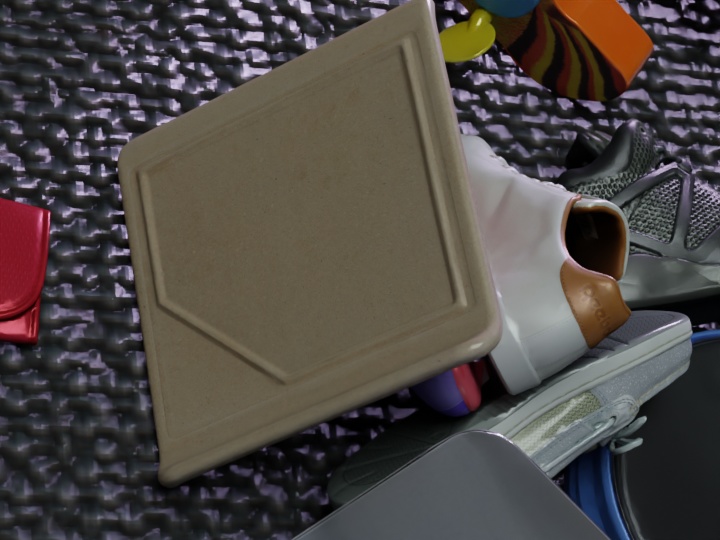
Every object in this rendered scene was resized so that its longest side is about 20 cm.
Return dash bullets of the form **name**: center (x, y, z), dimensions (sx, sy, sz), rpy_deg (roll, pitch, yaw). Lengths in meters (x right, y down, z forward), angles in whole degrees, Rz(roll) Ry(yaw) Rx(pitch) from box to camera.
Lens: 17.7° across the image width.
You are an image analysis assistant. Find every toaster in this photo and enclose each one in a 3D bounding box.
- **toaster**: center (0.001, 0.181, 0.956), dimensions (0.200, 0.181, 0.119), rpy_deg (-30, 72, -34)

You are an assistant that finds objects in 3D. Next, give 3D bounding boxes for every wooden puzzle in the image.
- **wooden puzzle**: center (-0.026, -0.013, 1.083), dimensions (0.037, 0.185, 0.201), rpy_deg (35, 39, -49)

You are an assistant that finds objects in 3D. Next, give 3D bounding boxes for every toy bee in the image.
- **toy bee**: center (0.070, -0.176, 1.261), dimensions (0.131, 0.109, 0.201), rpy_deg (-26, 98, -40)

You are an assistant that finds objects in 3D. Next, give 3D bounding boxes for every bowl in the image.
- **bowl**: center (0.201, 0.119, 1.158), dimensions (0.200, 0.039, 0.201), rpy_deg (10, 58, -16)

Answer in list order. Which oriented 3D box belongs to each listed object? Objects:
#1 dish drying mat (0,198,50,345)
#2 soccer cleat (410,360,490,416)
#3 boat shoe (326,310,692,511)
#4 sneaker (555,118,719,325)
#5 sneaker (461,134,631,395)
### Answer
- **dish drying mat**: center (-0.244, -0.016, 1.074), dimensions (0.199, 0.018, 0.077), rpy_deg (11, 56, -16)
- **soccer cleat**: center (0.000, 0.000, 1.117), dimensions (0.076, 0.067, 0.200), rpy_deg (-26, 54, 2)
- **boat shoe**: center (0.078, 0.081, 1.103), dimensions (0.202, 0.074, 0.065), rpy_deg (-31, 109, -23)
- **sneaker**: center (0.177, -0.030, 1.216), dimensions (0.199, 0.076, 0.115), rpy_deg (-7, 70, -20)
- **sneaker**: center (0.088, -0.015, 1.130), dimensions (0.084, 0.073, 0.200), rpy_deg (-26, 32, 7)
